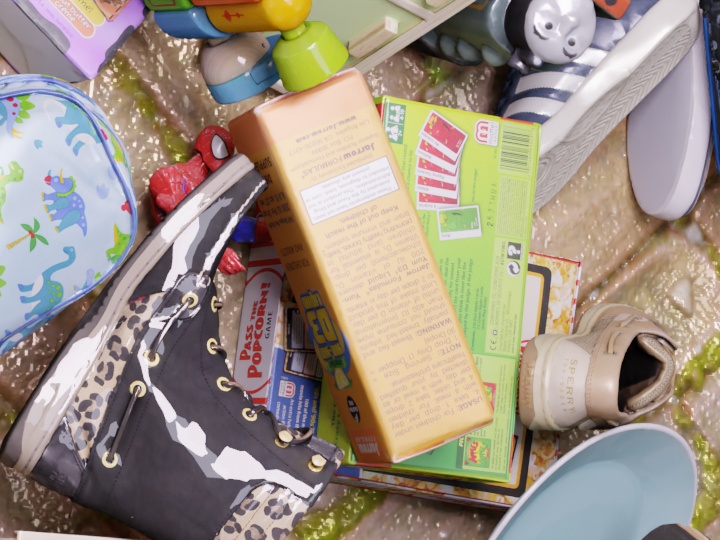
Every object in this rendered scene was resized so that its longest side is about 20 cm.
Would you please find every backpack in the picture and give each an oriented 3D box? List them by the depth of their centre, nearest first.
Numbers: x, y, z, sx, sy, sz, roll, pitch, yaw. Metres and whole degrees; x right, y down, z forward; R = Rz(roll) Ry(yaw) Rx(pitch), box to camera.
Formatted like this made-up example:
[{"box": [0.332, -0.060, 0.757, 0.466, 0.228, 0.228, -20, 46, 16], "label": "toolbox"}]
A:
[{"box": [-0.210, -0.020, 1.454, 0.199, 0.153, 0.164, -28, 95, -41], "label": "backpack"}]

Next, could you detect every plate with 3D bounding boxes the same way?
[{"box": [0.116, 0.169, 1.646, 0.200, 0.026, 0.201, -28, 136, -30], "label": "plate"}]

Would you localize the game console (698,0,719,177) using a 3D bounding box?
[{"box": [0.297, -0.146, 1.720, 0.200, 0.118, 0.172, -15, 100, -56], "label": "game console"}]

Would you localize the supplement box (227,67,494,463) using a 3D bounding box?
[{"box": [0.000, 0.000, 1.505, 0.068, 0.067, 0.201, -24, 92, -17], "label": "supplement box"}]

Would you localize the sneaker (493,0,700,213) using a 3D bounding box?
[{"box": [0.106, -0.107, 1.684, 0.200, 0.075, 0.084, -44, 70, -9], "label": "sneaker"}]

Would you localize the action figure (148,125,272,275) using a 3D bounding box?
[{"box": [-0.084, 0.018, 1.540, 0.065, 0.098, 0.201, 40, 61, -61], "label": "action figure"}]

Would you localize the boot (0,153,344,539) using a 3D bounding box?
[{"box": [-0.073, 0.057, 1.466, 0.150, 0.073, 0.200, 37, 75, -3], "label": "boot"}]

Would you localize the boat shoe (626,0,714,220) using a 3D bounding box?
[{"box": [0.211, -0.126, 1.743, 0.069, 0.071, 0.201, 12, 74, -27], "label": "boat shoe"}]

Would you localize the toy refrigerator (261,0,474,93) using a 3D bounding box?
[{"box": [0.004, -0.161, 1.535, 0.076, 0.200, 0.070, 25, 57, -28], "label": "toy refrigerator"}]

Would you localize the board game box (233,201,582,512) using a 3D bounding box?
[{"box": [0.026, 0.051, 1.632, 0.199, 0.046, 0.153, 13, 81, -29], "label": "board game box"}]

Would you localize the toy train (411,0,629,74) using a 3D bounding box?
[{"box": [0.086, -0.166, 1.592, 0.085, 0.200, 0.114, 33, 86, -27], "label": "toy train"}]

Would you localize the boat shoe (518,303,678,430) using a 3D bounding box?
[{"box": [0.151, 0.061, 1.647, 0.200, 0.064, 0.072, -19, 109, -66], "label": "boat shoe"}]

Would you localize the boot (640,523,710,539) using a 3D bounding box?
[{"box": [0.206, 0.235, 1.696, 0.138, 0.077, 0.201, -5, 122, -35], "label": "boot"}]

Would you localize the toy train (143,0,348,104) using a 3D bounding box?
[{"box": [-0.042, -0.140, 1.436, 0.085, 0.199, 0.116, -42, 115, -26], "label": "toy train"}]

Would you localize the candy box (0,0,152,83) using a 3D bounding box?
[{"box": [-0.154, -0.226, 1.526, 0.168, 0.071, 0.200, 47, 66, -20], "label": "candy box"}]

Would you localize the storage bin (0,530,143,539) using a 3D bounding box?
[{"box": [-0.115, 0.242, 1.510, 0.199, 0.094, 0.200, 7, 84, -31], "label": "storage bin"}]

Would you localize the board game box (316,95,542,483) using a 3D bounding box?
[{"box": [0.038, 0.012, 1.582, 0.101, 0.048, 0.202, 8, 83, -25], "label": "board game box"}]
